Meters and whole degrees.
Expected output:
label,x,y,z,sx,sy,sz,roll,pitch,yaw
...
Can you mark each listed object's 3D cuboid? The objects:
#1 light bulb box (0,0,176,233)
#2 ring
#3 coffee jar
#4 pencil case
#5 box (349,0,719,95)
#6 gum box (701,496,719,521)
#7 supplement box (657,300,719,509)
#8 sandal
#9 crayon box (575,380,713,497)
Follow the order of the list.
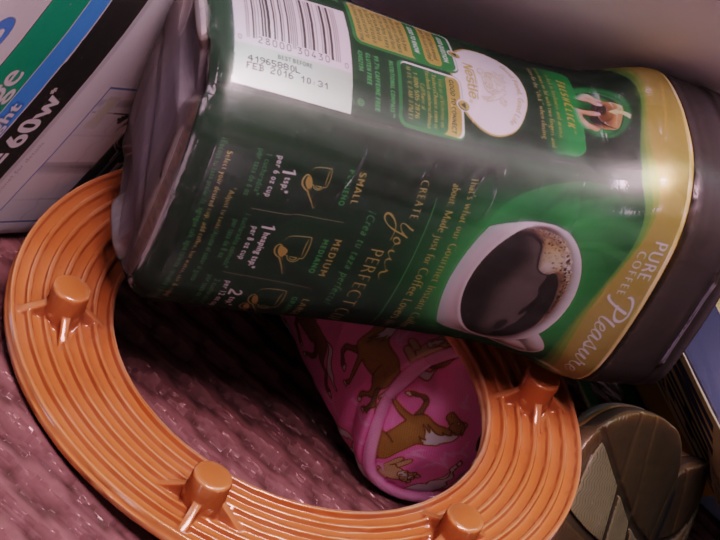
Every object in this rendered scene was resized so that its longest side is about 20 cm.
label,x,y,z,sx,sy,sz,roll,pitch,yaw
light bulb box,-0.157,-0.119,0.726,0.198,0.125,0.200,46,16,12
ring,-0.017,0.027,0.725,0.199,0.019,0.201,17,36,-13
coffee jar,0.027,-0.027,0.714,0.199,0.105,0.086,12,42,-19
pencil case,0.000,0.000,0.864,0.086,0.083,0.200,-1,39,-28
box,0.080,-0.142,0.735,0.199,0.132,0.199,3,-19,42
gum box,0.245,0.124,1.171,0.170,0.045,0.200,43,16,8
supplement box,0.222,0.006,0.946,0.134,0.199,0.201,66,0,-65
sandal,0.092,0.088,0.866,0.054,0.082,0.200,23,2,20
crayon box,0.195,0.043,1.081,0.199,0.051,0.127,-2,55,-32
